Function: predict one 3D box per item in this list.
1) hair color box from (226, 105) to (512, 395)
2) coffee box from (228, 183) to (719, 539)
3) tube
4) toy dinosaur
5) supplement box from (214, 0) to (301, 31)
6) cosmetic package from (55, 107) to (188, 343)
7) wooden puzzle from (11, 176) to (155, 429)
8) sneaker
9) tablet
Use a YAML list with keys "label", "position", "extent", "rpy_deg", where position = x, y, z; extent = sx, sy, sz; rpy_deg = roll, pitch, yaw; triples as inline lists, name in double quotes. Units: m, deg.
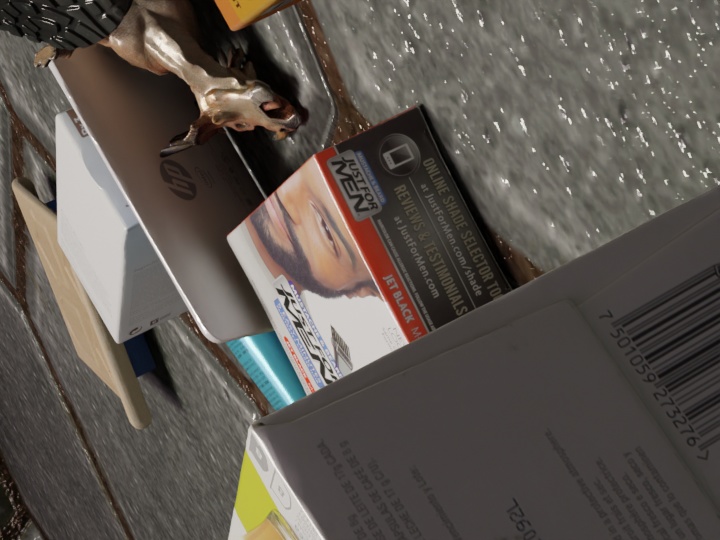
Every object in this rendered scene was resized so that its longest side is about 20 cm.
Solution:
- label: "hair color box"
  position: [0.000, 0.000, 0.963]
  extent: [0.111, 0.064, 0.200]
  rpy_deg: [63, 160, 3]
- label: "coffee box"
  position: [0.087, 0.124, 0.682]
  extent: [0.200, 0.200, 0.198]
  rpy_deg: [58, 161, 17]
- label: "tube"
  position: [-0.056, 0.057, 1.218]
  extent: [0.200, 0.050, 0.077]
  rpy_deg: [59, 179, 2]
- label: "toy dinosaur"
  position: [-0.118, -0.139, 1.076]
  extent: [0.136, 0.086, 0.200]
  rpy_deg: [39, -162, -41]
- label: "supplement box"
  position: [-0.018, -0.160, 0.789]
  extent: [0.067, 0.069, 0.200]
  rpy_deg: [62, 159, -4]
- label: "cosmetic package"
  position: [-0.162, -0.038, 1.330]
  extent: [0.102, 0.074, 0.200]
  rpy_deg: [57, 159, 15]
- label: "wooden puzzle"
  position: [-0.233, 0.021, 1.648]
  extent: [0.200, 0.046, 0.185]
  rpy_deg: [41, 151, 58]
- label: "sneaker"
  position: [-0.181, -0.175, 1.002]
  extent: [0.200, 0.088, 0.076]
  rpy_deg: [10, 151, 45]
- label: "tablet"
  position: [-0.098, -0.051, 1.100]
  extent: [0.014, 0.130, 0.200]
  rpy_deg: [-37, 77, 28]
